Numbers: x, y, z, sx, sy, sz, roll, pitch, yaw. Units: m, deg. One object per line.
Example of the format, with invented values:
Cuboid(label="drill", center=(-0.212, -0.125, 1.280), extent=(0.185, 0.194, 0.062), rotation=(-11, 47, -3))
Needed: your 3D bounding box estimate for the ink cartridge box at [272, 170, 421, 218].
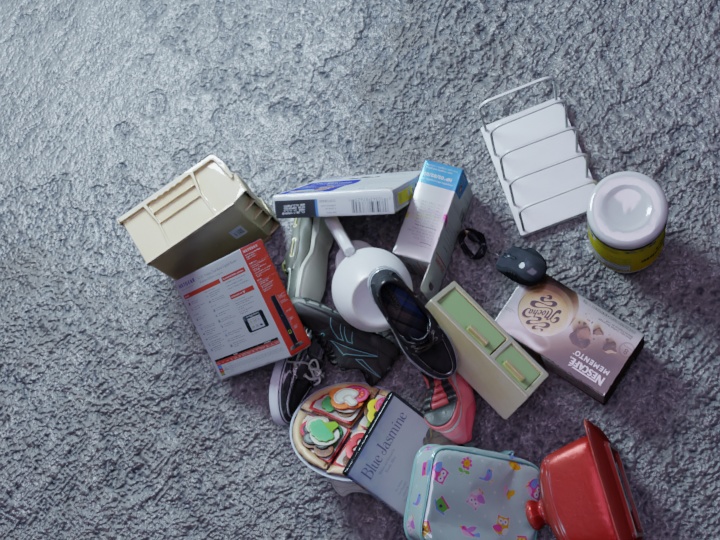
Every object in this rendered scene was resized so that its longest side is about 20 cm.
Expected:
Cuboid(label="ink cartridge box", center=(-0.012, -0.120, 1.664), extent=(0.196, 0.200, 0.047), rotation=(-3, 100, 19))

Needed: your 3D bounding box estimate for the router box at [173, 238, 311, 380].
Cuboid(label="router box", center=(-0.188, 0.065, 1.639), extent=(0.199, 0.049, 0.181), rotation=(-21, 96, 47))

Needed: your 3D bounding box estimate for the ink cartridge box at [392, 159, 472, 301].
Cuboid(label="ink cartridge box", center=(0.109, -0.058, 1.655), extent=(0.067, 0.115, 0.201), rotation=(16, 79, 18))

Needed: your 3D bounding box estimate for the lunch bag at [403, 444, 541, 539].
Cuboid(label="lunch bag", center=(0.167, 0.334, 1.516), extent=(0.199, 0.077, 0.162), rotation=(15, 73, -21))

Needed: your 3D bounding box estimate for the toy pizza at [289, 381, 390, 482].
Cuboid(label="toy pizza", center=(-0.009, 0.237, 1.591), extent=(0.198, 0.032, 0.201), rotation=(0, 40, 0))

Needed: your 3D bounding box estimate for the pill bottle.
Cuboid(label="pill bottle", center=(0.392, -0.062, 1.541), extent=(0.111, 0.200, 0.113), rotation=(-4, 75, 13))

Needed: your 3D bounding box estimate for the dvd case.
Cuboid(label="dvd case", center=(0.085, 0.293, 1.539), extent=(0.200, 0.018, 0.143), rotation=(38, 68, -13))

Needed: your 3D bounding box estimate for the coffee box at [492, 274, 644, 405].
Cuboid(label="coffee box", center=(0.314, 0.098, 1.580), extent=(0.199, 0.080, 0.113), rotation=(34, 83, 20))

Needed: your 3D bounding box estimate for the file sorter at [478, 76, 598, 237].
Cuboid(label="file sorter", center=(0.280, -0.183, 1.643), extent=(0.138, 0.125, 0.201), rotation=(-20, 71, 7))

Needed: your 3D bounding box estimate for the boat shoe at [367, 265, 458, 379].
Cuboid(label="boat shoe", center=(0.079, 0.081, 1.484), extent=(0.070, 0.066, 0.201), rotation=(-31, 108, 1))

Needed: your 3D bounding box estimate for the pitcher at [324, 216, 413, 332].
Cuboid(label="pitcher", center=(0.000, 0.000, 1.592), extent=(0.121, 0.200, 0.172), rotation=(-34, 105, 2))

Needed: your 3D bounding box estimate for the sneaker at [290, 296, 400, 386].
Cuboid(label="sneaker", center=(-0.032, 0.109, 1.626), extent=(0.199, 0.075, 0.080), rotation=(31, 88, -16))

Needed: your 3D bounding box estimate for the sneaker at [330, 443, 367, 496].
Cuboid(label="sneaker", center=(0.048, 0.300, 1.602), extent=(0.198, 0.082, 0.075), rotation=(-5, 38, -5))

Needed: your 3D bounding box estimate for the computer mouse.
Cuboid(label="computer mouse", center=(0.213, -0.029, 1.617), extent=(0.059, 0.034, 0.200), rotation=(-54, 40, -5))

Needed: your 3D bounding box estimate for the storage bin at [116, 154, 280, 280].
Cuboid(label="storage bin", center=(-0.255, -0.075, 1.704), extent=(0.198, 0.200, 0.094), rotation=(-34, 71, 3))

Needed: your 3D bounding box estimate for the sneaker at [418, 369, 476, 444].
Cuboid(label="sneaker", center=(0.138, 0.180, 1.599), extent=(0.073, 0.087, 0.201), rotation=(-23, 37, 26))

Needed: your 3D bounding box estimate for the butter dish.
Cuboid(label="butter dish", center=(0.303, 0.325, 1.465), extent=(0.147, 0.199, 0.202), rotation=(-20, 72, 15))

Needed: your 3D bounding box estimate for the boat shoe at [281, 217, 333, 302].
Cuboid(label="boat shoe", center=(-0.091, -0.014, 1.704), extent=(0.060, 0.072, 0.203), rotation=(-5, 55, 26))

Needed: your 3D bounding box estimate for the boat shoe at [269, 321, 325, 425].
Cuboid(label="boat shoe", center=(-0.088, 0.151, 1.670), extent=(0.068, 0.074, 0.201), rotation=(5, 67, 30))

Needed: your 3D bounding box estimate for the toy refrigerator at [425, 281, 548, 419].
Cuboid(label="toy refrigerator", center=(0.178, 0.115, 1.554), extent=(0.200, 0.076, 0.070), rotation=(46, 131, 10))
